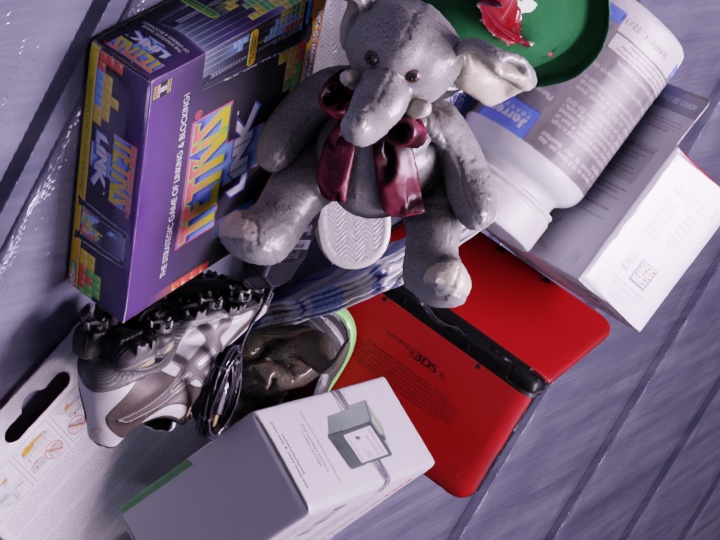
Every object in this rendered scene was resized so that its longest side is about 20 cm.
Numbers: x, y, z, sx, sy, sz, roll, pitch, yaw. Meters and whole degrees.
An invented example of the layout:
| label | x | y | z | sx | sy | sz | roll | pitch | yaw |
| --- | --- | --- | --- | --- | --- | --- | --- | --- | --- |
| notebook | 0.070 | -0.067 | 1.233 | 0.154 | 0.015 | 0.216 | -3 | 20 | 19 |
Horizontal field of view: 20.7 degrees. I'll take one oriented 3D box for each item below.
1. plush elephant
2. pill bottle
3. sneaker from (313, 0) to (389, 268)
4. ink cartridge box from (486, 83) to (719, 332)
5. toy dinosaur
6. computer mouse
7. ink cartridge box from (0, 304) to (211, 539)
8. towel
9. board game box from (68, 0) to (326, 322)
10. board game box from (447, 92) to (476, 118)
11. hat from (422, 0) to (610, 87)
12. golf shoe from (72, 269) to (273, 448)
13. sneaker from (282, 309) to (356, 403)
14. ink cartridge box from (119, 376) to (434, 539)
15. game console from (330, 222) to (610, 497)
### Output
| label | x | y | z | sx | sy | sz | roll | pitch | yaw |
| --- | --- | --- | --- | --- | --- | --- | --- | --- | --- |
| plush elephant | 0.018 | -0.099 | 1.226 | 0.155 | 0.164 | 0.201 | 88 | 24 | -60 |
| pill bottle | 0.152 | -0.121 | 1.545 | 0.200 | 0.114 | 0.114 | -53 | 157 | -3 |
| sneaker | -0.015 | -0.112 | 1.394 | 0.116 | 0.073 | 0.201 | -130 | -138 | -74 |
| ink cartridge box | 0.205 | -0.069 | 1.613 | 0.084 | 0.200 | 0.176 | 38 | 90 | -30 |
| toy dinosaur | -0.067 | 0.070 | 1.455 | 0.102 | 0.077 | 0.200 | -23 | 166 | -46 |
| computer mouse | -0.075 | 0.019 | 1.329 | 0.201 | 0.034 | 0.059 | -68 | 160 | 6 |
| ink cartridge box | -0.207 | 0.128 | 1.401 | 0.162 | 0.050 | 0.200 | -49 | 139 | -14 |
| towel | 0.000 | 0.000 | 1.494 | 0.200 | 0.024 | 0.147 | -21 | -171 | 47 |
| board game box | -0.105 | -0.086 | 1.269 | 0.165 | 0.057 | 0.201 | -37 | 151 | -40 |
| board game box | 0.123 | -0.208 | 1.569 | 0.199 | 0.041 | 0.201 | -26 | 144 | -50 |
| hat | 0.063 | -0.155 | 1.320 | 0.176 | 0.165 | 0.201 | -58 | 148 | -39 |
| golf shoe | -0.132 | 0.057 | 1.354 | 0.200 | 0.077 | 0.095 | -25 | 128 | -55 |
| sneaker | -0.063 | 0.118 | 1.592 | 0.084 | 0.076 | 0.201 | -11 | 115 | -62 |
| ink cartridge box | -0.058 | 0.159 | 1.450 | 0.146 | 0.084 | 0.200 | -36 | 168 | 25 |
| game console | 0.073 | 0.064 | 1.637 | 0.173 | 0.200 | 0.119 | -60 | 157 | 12 |
